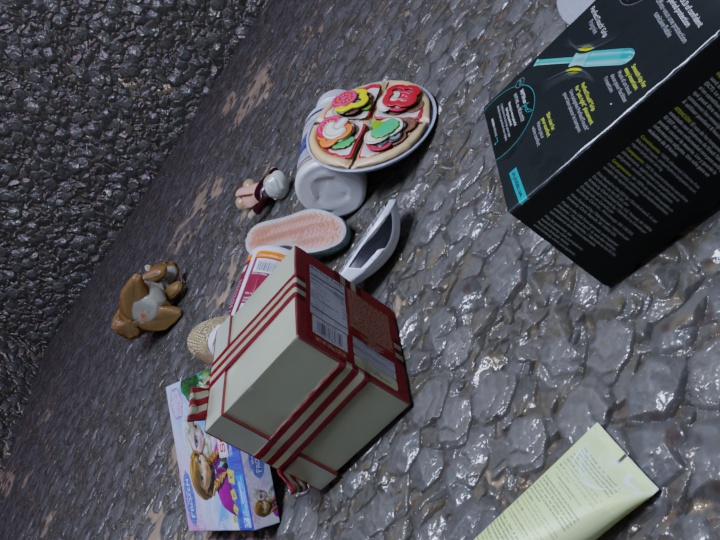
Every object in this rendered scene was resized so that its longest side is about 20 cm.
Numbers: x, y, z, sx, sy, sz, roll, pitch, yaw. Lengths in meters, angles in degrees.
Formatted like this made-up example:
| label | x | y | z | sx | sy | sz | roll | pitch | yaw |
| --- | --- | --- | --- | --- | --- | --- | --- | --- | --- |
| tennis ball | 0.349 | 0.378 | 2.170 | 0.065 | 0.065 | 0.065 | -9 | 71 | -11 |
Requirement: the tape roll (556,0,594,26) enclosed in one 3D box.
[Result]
| label | x | y | z | sx | sy | sz | roll | pitch | yaw |
| --- | --- | --- | --- | --- | --- | --- | --- | --- | --- |
| tape roll | 0.288 | -0.307 | 0.720 | 0.200 | 0.065 | 0.203 | -44 | 31 | 34 |

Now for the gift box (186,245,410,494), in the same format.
| label | x | y | z | sx | sy | sz | roll | pitch | yaw |
| --- | --- | --- | --- | --- | --- | --- | --- | --- | --- |
| gift box | -0.072 | 0.120 | 0.818 | 0.187 | 0.183 | 0.202 | -45 | 23 | 25 |

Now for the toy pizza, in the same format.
| label | x | y | z | sx | sy | sz | roll | pitch | yaw |
| --- | --- | --- | --- | --- | --- | --- | --- | --- | --- |
| toy pizza | 0.012 | -0.217 | 1.062 | 0.196 | 0.032 | 0.203 | -11 | 47 | 12 |

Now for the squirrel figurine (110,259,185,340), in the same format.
| label | x | y | z | sx | sy | sz | roll | pitch | yaw |
| --- | --- | --- | --- | --- | --- | --- | --- | --- | --- |
| squirrel figurine | -0.502 | 0.064 | 1.746 | 0.200 | 0.141 | 0.188 | -47 | 22 | 22 |

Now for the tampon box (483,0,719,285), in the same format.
| label | x | y | z | sx | sy | sz | roll | pitch | yaw |
| --- | --- | --- | --- | --- | --- | --- | --- | --- | --- |
| tampon box | 0.218 | -0.122 | 0.587 | 0.200 | 0.125 | 0.152 | -42 | 31 | 33 |

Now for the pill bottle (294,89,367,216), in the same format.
| label | x | y | z | sx | sy | sz | roll | pitch | yaw |
| --- | --- | --- | --- | --- | --- | --- | --- | --- | --- |
| pill bottle | -0.040 | -0.191 | 1.161 | 0.111 | 0.110 | 0.203 | -39 | 33 | 37 |

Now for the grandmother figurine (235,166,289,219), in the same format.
| label | x | y | z | sx | sy | sz | roll | pitch | yaw |
| --- | --- | --- | --- | --- | --- | --- | --- | --- | --- |
| grandmother figurine | -0.198 | -0.161 | 1.494 | 0.199 | 0.060 | 0.124 | -11 | 63 | 62 |

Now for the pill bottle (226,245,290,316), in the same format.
| label | x | y | z | sx | sy | sz | roll | pitch | yaw |
| --- | --- | --- | --- | --- | --- | --- | --- | --- | --- |
| pill bottle | -0.140 | 0.076 | 1.071 | 0.112 | 0.112 | 0.203 | -22 | 45 | 53 |

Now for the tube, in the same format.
| label | x | y | z | sx | sy | sz | roll | pitch | yaw |
| --- | --- | --- | --- | --- | --- | --- | --- | --- | --- |
| tube | 0.118 | 0.199 | 0.530 | 0.200 | 0.052 | 0.058 | -44 | 69 | 4 |

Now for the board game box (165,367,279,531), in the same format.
| label | x | y | z | sx | sy | sz | roll | pitch | yaw |
| --- | --- | --- | --- | --- | --- | --- | --- | --- | --- |
| board game box | -0.187 | 0.233 | 0.968 | 0.198 | 0.041 | 0.204 | -27 | 72 | 51 |

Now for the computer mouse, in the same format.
| label | x | y | z | sx | sy | sz | roll | pitch | yaw |
| --- | --- | --- | --- | --- | --- | --- | --- | --- | --- |
| computer mouse | 0.000 | 0.000 | 0.957 | 0.202 | 0.044 | 0.110 | -55 | 4 | 9 |

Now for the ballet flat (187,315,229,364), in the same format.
| label | x | y | z | sx | sy | sz | roll | pitch | yaw |
| --- | --- | --- | --- | --- | --- | --- | --- | --- | --- |
| ballet flat | -0.138 | 0.094 | 0.965 | 0.065 | 0.195 | 0.072 | 58 | -145 | -79 |

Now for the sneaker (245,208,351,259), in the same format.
| label | x | y | z | sx | sy | sz | roll | pitch | yaw |
| --- | --- | --- | --- | --- | --- | --- | --- | --- | --- |
| sneaker | -0.084 | -0.045 | 1.151 | 0.197 | 0.079 | 0.073 | -2 | 70 | 37 |
